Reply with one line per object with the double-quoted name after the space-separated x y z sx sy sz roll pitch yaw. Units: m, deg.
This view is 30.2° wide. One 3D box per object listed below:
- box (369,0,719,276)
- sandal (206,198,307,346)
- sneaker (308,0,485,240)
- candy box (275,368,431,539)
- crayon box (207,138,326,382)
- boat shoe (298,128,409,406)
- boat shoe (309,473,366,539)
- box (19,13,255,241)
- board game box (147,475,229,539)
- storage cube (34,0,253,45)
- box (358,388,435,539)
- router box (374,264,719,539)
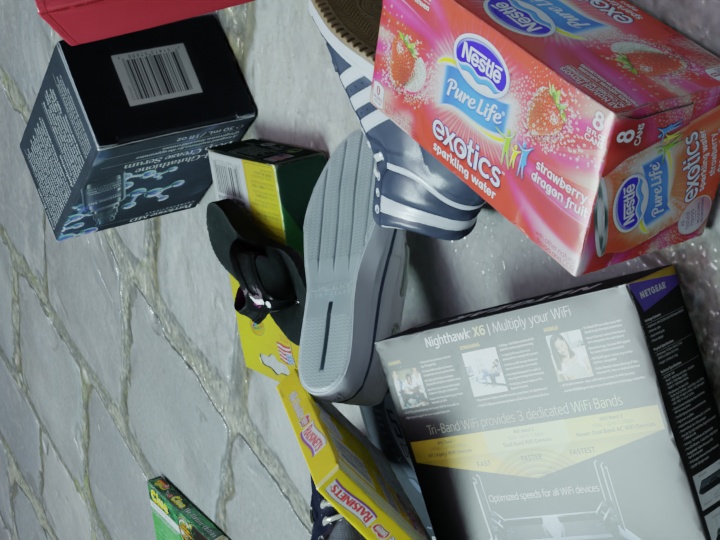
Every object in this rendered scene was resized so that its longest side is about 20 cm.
0.099 -0.098 0.727 0.200 0.095 0.100 46 141 40 "box"
-0.086 0.007 1.046 0.200 0.048 0.075 38 138 53 "sandal"
0.021 -0.104 0.891 0.200 0.070 0.109 49 142 32 "sneaker"
-0.004 0.135 0.900 0.102 0.026 0.200 48 -179 -16 "candy box"
-0.066 -0.004 1.119 0.127 0.051 0.200 19 121 57 "crayon box"
0.000 0.000 0.959 0.073 0.067 0.200 2 75 39 "boat shoe"
-0.015 0.190 1.058 0.200 0.075 0.093 -151 50 -83 "boat shoe"
-0.206 -0.125 1.199 0.107 0.148 0.200 67 151 12 "box"
-0.192 0.325 1.552 0.200 0.023 0.105 28 130 52 "board game box"
-0.149 -0.270 0.937 0.200 0.180 0.171 -144 40 -85 "storage cube"
0.073 0.126 0.951 0.200 0.043 0.160 -8 98 62 "box"
0.114 0.095 0.795 0.200 0.052 0.157 -15 92 45 "router box"
